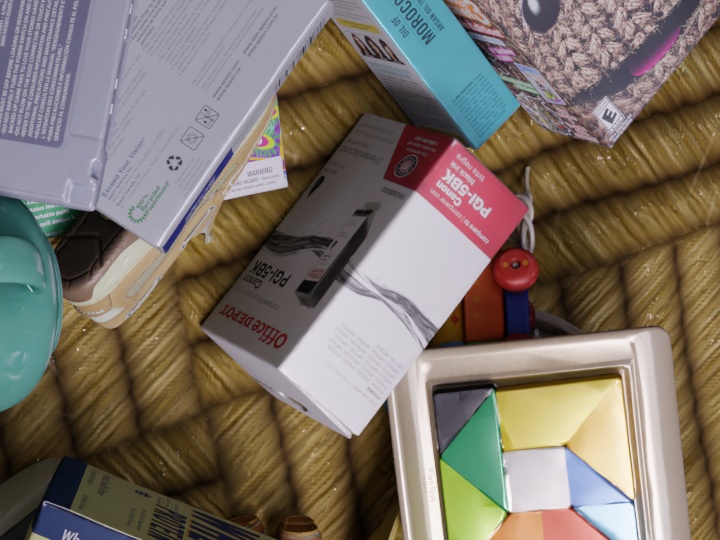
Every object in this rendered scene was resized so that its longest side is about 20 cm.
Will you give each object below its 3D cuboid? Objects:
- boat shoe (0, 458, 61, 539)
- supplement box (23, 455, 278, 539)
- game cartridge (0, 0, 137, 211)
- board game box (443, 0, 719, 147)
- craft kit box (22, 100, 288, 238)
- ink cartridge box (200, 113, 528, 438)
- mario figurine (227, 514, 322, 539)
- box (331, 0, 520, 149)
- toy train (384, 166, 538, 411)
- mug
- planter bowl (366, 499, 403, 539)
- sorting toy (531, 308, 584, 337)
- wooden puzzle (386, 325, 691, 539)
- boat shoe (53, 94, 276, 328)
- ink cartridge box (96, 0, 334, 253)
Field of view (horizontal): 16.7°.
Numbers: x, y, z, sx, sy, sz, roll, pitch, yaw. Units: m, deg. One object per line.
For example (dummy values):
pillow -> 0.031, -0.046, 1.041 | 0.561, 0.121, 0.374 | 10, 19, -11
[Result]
boat shoe -> -0.265, 0.209, 1.650 | 0.200, 0.073, 0.062 | -39, 112, -20
supplement box -> -0.143, 0.258, 1.584 | 0.199, 0.134, 0.200 | 22, 97, -4
game cartridge -> -0.212, -0.145, 1.539 | 0.133, 0.041, 0.201 | 11, 82, -1
board game box -> 0.144, -0.216, 1.750 | 0.200, 0.097, 0.160 | 44, 80, -28
craft kit box -> -0.155, -0.134, 1.648 | 0.199, 0.048, 0.198 | -14, 104, -24
ink cartridge box -> 0.000, 0.000, 1.695 | 0.083, 0.147, 0.200 | 41, 81, -27
mario figurine -> -0.061, 0.281, 1.744 | 0.106, 0.123, 0.201 | -14, 103, -40
box -> 0.023, -0.176, 1.706 | 0.049, 0.082, 0.200 | -46, 117, -13
toy train -> 0.070, 0.014, 1.779 | 0.115, 0.085, 0.201 | -1, 60, 0
mug -> -0.250, 0.024, 1.552 | 0.114, 0.185, 0.153 | -4, 112, -30
planter bowl -> 0.049, 0.241, 1.791 | 0.200, 0.083, 0.201 | 11, 75, -49
sorting toy -> 0.176, 0.157, 1.830 | 0.180, 0.106, 0.201 | 48, 49, -51
wooden puzzle -> 0.124, 0.139, 1.692 | 0.199, 0.037, 0.186 | -7, 98, 1
boat shoe -> -0.122, -0.048, 1.630 | 0.200, 0.072, 0.076 | -47, 135, -5
ink cartridge box -> -0.152, -0.145, 1.576 | 0.200, 0.041, 0.200 | 35, 84, 5
